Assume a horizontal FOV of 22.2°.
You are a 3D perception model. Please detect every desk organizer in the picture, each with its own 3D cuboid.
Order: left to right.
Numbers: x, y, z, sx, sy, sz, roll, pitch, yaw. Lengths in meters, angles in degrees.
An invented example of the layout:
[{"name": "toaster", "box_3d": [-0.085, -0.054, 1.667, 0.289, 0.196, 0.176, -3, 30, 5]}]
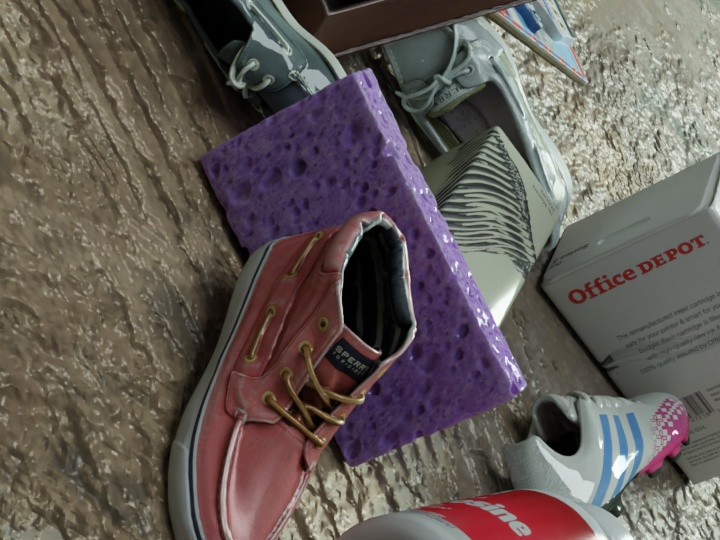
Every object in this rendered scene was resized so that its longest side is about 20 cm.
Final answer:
[{"name": "desk organizer", "box_3d": [0.043, -0.198, 1.165, 0.199, 0.077, 0.072, -19, 80, -21]}]

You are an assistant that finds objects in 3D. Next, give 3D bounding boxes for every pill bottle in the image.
[{"name": "pill bottle", "box_3d": [0.072, 0.179, 1.004, 0.200, 0.112, 0.113, 0, 68, -54]}]

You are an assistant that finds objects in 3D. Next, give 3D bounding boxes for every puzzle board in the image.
[{"name": "puzzle board", "box_3d": [0.092, -0.236, 1.323, 0.151, 0.017, 0.201, 27, 35, -45]}]

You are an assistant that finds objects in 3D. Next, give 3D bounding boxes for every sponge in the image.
[{"name": "sponge", "box_3d": [0.000, 0.000, 1.029, 0.201, 0.111, 0.030, 64, 23, 1]}]

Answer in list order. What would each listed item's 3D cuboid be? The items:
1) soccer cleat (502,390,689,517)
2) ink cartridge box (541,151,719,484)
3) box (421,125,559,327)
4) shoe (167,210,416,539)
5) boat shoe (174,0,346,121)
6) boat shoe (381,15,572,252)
[{"name": "soccer cleat", "box_3d": [0.157, 0.106, 1.205, 0.087, 0.070, 0.200, 61, 34, -3]}, {"name": "ink cartridge box", "box_3d": [0.247, 0.035, 1.305, 0.200, 0.145, 0.084, 51, 35, -17]}, {"name": "box", "box_3d": [0.054, -0.005, 1.145, 0.082, 0.068, 0.200, 52, 34, -14]}, {"name": "shoe", "box_3d": [-0.033, 0.061, 0.939, 0.071, 0.091, 0.201, 34, 54, -30]}, {"name": "boat shoe", "box_3d": [-0.067, -0.125, 1.075, 0.062, 0.073, 0.200, -30, 90, -43]}, {"name": "boat shoe", "box_3d": [0.078, -0.102, 1.236, 0.202, 0.074, 0.065, 57, 20, -21]}]
